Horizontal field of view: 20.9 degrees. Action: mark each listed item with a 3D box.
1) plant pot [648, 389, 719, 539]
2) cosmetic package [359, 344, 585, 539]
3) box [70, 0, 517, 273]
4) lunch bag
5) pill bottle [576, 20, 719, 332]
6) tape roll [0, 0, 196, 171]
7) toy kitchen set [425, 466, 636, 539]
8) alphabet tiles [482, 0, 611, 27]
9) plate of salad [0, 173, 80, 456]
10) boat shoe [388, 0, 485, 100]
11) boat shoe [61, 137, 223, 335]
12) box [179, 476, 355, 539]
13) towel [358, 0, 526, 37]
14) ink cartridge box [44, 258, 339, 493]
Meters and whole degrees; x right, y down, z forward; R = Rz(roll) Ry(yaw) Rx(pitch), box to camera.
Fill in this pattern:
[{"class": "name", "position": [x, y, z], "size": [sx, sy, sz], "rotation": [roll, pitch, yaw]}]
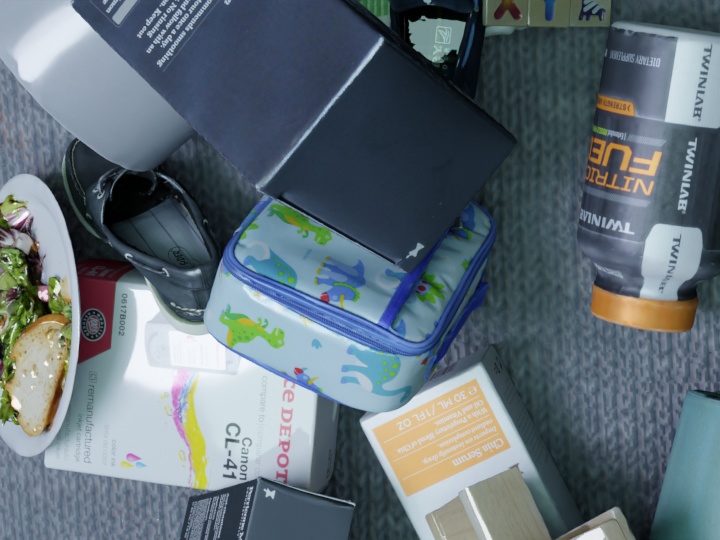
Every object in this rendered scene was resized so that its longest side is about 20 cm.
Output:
[{"class": "plant pot", "position": [0.275, 0.187, 1.295], "size": [0.199, 0.200, 0.197], "rotation": [10, 91, 9]}, {"class": "cosmetic package", "position": [0.092, 0.167, 1.379], "size": [0.101, 0.071, 0.200], "rotation": [-28, 93, 13]}, {"class": "box", "position": [-0.038, -0.121, 1.205], "size": [0.118, 0.197, 0.200], "rotation": [-50, 60, 7]}, {"class": "lunch bag", "position": [0.000, 0.000, 1.306], "size": [0.160, 0.200, 0.083], "rotation": [27, 126, 7]}, {"class": "pill bottle", "position": [0.204, -0.062, 1.306], "size": [0.106, 0.106, 0.201], "rotation": [9, 99, 9]}, {"class": "tape roll", "position": [-0.183, -0.163, 1.317], "size": [0.066, 0.200, 0.200], "rotation": [-39, 90, 14]}, {"class": "toy kitchen set", "position": [0.077, 0.240, 1.216], "size": [0.180, 0.163, 0.200], "rotation": [-19, 77, -28]}, {"class": "alphabet tiles", "position": [0.128, -0.262, 1.292], "size": [0.166, 0.006, 0.201], "rotation": [-3, 99, -27]}, {"class": "plate of salad", "position": [-0.247, 0.032, 1.376], "size": [0.048, 0.200, 0.201], "rotation": [-1, 101, -31]}, {"class": "boat shoe", "position": [0.058, -0.180, 1.312], "size": [0.084, 0.069, 0.201], "rotation": [-4, 96, 9]}, {"class": "boat shoe", "position": [-0.151, -0.042, 1.354], "size": [0.074, 0.066, 0.200], "rotation": [-24, 54, -15]}, {"class": "box", "position": [-0.081, 0.251, 1.317], "size": [0.079, 0.141, 0.201], "rotation": [17, 72, -18]}, {"class": "towel", "position": [0.030, -0.253, 1.356], "size": [0.152, 0.023, 0.201], "rotation": [-10, 95, 11]}, {"class": "ink cartridge box", "position": [-0.118, 0.078, 1.399], "size": [0.199, 0.086, 0.148], "rotation": [7, 99, 11]}]
